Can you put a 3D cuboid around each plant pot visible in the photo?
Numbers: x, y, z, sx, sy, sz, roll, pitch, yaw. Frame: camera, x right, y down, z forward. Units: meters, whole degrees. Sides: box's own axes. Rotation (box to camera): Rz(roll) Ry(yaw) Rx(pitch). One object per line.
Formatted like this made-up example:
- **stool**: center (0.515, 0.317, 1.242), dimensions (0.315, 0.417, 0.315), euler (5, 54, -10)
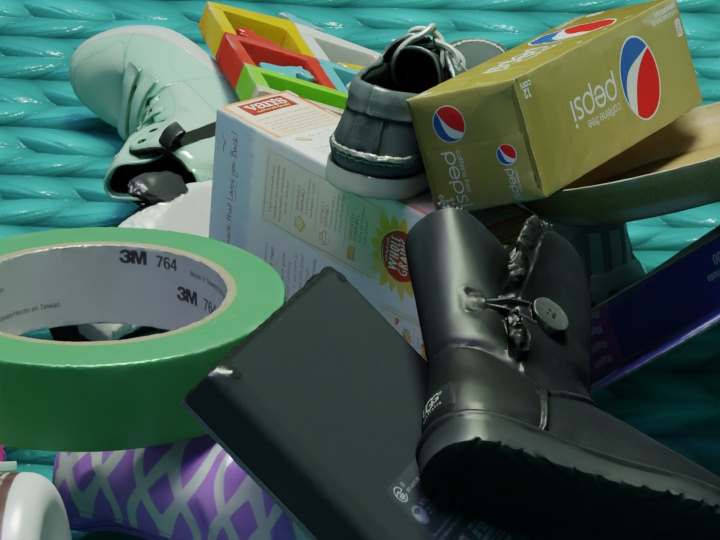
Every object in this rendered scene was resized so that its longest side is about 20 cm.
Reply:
- **plant pot**: center (0.176, -0.059, 1.460), dimensions (0.199, 0.028, 0.200), euler (-17, 9, 3)

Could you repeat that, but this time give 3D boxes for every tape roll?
- **tape roll**: center (-0.138, 0.032, 1.440), dimensions (0.199, 0.049, 0.201), euler (1, 21, 0)

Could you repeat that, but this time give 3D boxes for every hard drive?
- **hard drive**: center (0.020, 0.099, 1.321), dimensions (0.200, 0.033, 0.140), euler (46, 32, 1)

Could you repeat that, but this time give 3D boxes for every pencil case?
- **pencil case**: center (-0.063, 0.119, 1.404), dimensions (0.199, 0.084, 0.086), euler (16, 71, 34)

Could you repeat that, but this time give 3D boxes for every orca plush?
- **orca plush**: center (-0.121, 0.017, 1.621), dimensions (0.105, 0.071, 0.200), euler (39, 47, -10)

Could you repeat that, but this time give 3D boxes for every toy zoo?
- **toy zoo**: center (-0.029, -0.124, 1.777), dimensions (0.130, 0.021, 0.200), euler (15, 19, -21)

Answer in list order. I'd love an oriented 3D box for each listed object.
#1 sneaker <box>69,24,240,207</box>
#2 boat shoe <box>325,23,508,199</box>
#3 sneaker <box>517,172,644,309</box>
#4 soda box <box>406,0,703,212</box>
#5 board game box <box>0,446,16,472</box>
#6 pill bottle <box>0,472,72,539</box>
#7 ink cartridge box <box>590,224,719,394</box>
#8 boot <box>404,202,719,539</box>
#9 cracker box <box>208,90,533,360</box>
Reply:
- **sneaker**: center (-0.139, -0.094, 1.761), dimensions (0.200, 0.074, 0.118), euler (23, 35, 36)
- **boat shoe**: center (0.041, -0.097, 1.496), dimensions (0.072, 0.062, 0.200), euler (15, 26, 20)
- **sneaker**: center (0.092, -0.062, 1.621), dimensions (0.075, 0.116, 0.200), euler (-23, 31, -31)
- **soda box**: center (0.106, -0.088, 1.471), dimensions (0.067, 0.064, 0.200), euler (-9, 12, 33)
- **board game box**: center (-0.307, 0.094, 1.401), dimensions (0.199, 0.026, 0.200), euler (-5, -6, 28)
- **pill bottle**: center (-0.243, 0.155, 1.345), dimensions (0.198, 0.110, 0.109), euler (-3, 31, 7)
- **ink cartridge box**: center (0.199, -0.006, 1.479), dimensions (0.199, 0.043, 0.196), euler (-29, -3, -33)
- **boot**: center (0.112, 0.061, 1.360), dimensions (0.199, 0.077, 0.169), euler (22, 42, -20)
- **cracker box**: center (0.000, 0.000, 1.513), dimensions (0.057, 0.135, 0.199), euler (-18, 34, -40)
